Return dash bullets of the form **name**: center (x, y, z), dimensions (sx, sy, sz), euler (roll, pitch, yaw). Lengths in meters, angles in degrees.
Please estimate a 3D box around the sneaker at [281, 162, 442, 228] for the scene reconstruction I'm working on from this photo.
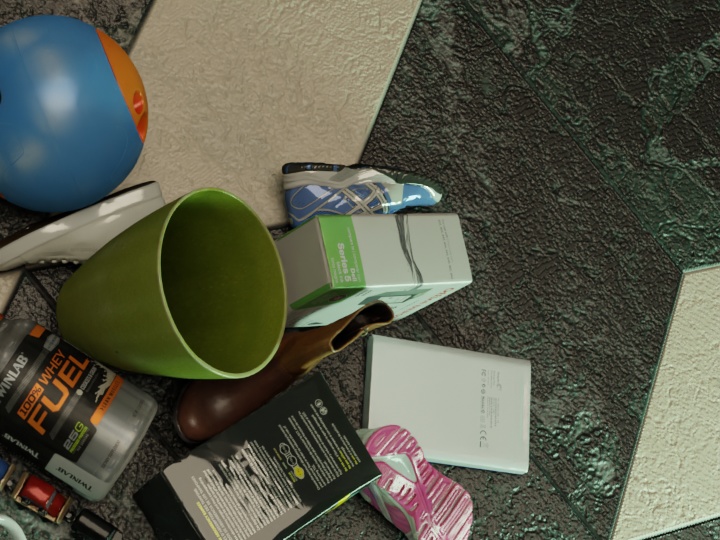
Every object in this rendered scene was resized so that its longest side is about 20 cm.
- **sneaker**: center (0.001, -0.084, 1.679), dimensions (0.198, 0.076, 0.078), euler (1, 96, -21)

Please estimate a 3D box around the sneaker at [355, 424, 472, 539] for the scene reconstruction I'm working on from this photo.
- **sneaker**: center (0.049, 0.236, 1.578), dimensions (0.081, 0.088, 0.201), euler (-44, 118, -20)

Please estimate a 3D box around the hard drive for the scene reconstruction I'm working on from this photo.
- **hard drive**: center (0.099, 0.154, 1.656), dimensions (0.198, 0.025, 0.133), euler (10, 70, -18)

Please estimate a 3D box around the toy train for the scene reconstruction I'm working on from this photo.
- **toy train**: center (-0.325, 0.228, 1.459), dimensions (0.199, 0.046, 0.034), euler (32, 65, -8)

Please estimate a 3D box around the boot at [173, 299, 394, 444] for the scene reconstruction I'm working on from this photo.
- **boot**: center (-0.080, 0.106, 1.486), dimensions (0.187, 0.199, 0.069), euler (-25, 92, -42)

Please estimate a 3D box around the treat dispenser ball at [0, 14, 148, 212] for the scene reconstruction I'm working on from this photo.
- **treat dispenser ball**: center (-0.319, -0.162, 1.498), dimensions (0.199, 0.201, 0.203), euler (6, 71, -19)

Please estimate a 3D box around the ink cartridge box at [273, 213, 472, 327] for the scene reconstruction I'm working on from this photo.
- **ink cartridge box**: center (0.000, 0.000, 1.574), dimensions (0.198, 0.145, 0.085), euler (-2, 73, -38)

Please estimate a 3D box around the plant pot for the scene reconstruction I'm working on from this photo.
- **plant pot**: center (-0.208, 0.031, 1.469), dimensions (0.186, 0.199, 0.189), euler (23, 61, -48)

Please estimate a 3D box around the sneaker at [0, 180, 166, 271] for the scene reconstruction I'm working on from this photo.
- **sneaker**: center (-0.294, -0.024, 1.538), dimensions (0.198, 0.073, 0.085), euler (-21, 103, -15)

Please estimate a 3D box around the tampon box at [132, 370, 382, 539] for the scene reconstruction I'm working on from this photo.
- **tampon box**: center (-0.108, 0.221, 1.487), dimensions (0.199, 0.150, 0.127), euler (-30, 84, -26)

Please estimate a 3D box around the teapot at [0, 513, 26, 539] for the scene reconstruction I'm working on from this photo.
- **teapot**: center (-0.401, 0.345, 1.340), dimensions (0.146, 0.199, 0.198), euler (44, 17, -42)

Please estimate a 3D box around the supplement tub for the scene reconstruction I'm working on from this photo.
- **supplement tub**: center (-0.314, 0.131, 1.452), dimensions (0.199, 0.123, 0.123), euler (33, 65, -8)
